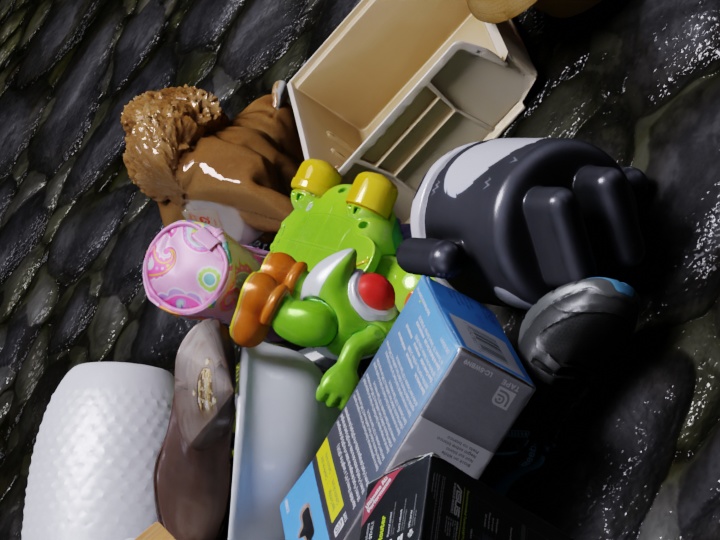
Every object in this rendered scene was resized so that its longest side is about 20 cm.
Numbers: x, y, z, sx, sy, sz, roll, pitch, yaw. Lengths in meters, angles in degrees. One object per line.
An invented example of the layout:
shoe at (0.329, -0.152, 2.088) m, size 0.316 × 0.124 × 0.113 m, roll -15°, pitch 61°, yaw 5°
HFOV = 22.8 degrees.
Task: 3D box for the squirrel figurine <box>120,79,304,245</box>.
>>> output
squirrel figurine at (-0.129, -0.116, 1.693) m, size 0.142 × 0.200 × 0.187 m, roll -44°, pitch 16°, yaw 43°

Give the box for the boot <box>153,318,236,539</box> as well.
boot at (-0.124, 0.135, 1.365) m, size 0.200 × 0.064 × 0.187 m, roll 147°, pitch 124°, yaw -81°

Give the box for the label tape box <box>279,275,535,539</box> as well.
label tape box at (0.027, 0.120, 1.189) m, size 0.200 × 0.063 × 0.144 m, roll -59°, pitch 15°, yaw 13°

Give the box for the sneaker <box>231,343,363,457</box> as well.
sneaker at (-0.070, 0.091, 1.504) m, size 0.200 × 0.074 × 0.085 m, roll -31°, pitch 37°, yaw 42°

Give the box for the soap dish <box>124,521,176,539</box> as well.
soap dish at (-0.183, 0.307, 1.320) m, size 0.081 × 0.158 × 0.200 m, roll 8°, pitch 32°, yaw 35°

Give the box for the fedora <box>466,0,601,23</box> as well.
fedora at (0.175, -0.275, 1.472) m, size 0.201 × 0.082 × 0.201 m, roll -39°, pitch 33°, yaw 31°

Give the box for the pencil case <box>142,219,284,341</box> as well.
pencil case at (-0.107, 0.009, 1.531) m, size 0.087 × 0.200 × 0.088 m, roll -4°, pitch 81°, yaw 23°

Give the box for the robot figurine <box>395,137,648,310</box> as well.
robot figurine at (0.117, -0.035, 1.268) m, size 0.200 × 0.150 × 0.125 m, roll 8°, pitch 79°, yaw 64°

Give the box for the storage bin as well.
storage bin at (0.043, -0.162, 1.560) m, size 0.199 × 0.094 × 0.200 m, roll -47°, pitch 29°, yaw 21°

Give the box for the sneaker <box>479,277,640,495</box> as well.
sneaker at (0.125, 0.088, 1.202) m, size 0.200 × 0.073 × 0.082 m, roll -53°, pitch 29°, yaw 32°

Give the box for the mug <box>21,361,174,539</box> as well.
mug at (-0.205, 0.179, 1.545) m, size 0.147 × 0.200 × 0.176 m, roll 0°, pitch 75°, yaw 11°

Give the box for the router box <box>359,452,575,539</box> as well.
router box at (0.065, 0.230, 1.057) m, size 0.062 × 0.150 × 0.200 m, roll -31°, pitch 37°, yaw 41°

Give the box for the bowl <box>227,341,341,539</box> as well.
bowl at (-0.053, 0.147, 1.361) m, size 0.201 × 0.090 × 0.202 m, roll -177°, pitch 90°, yaw -87°

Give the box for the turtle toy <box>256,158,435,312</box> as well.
turtle toy at (0.000, 0.000, 1.430) m, size 0.200 × 0.101 × 0.146 m, roll 17°, pitch 79°, yaw 50°

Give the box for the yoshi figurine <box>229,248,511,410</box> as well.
yoshi figurine at (0.010, 0.061, 1.310) m, size 0.112 × 0.200 × 0.113 m, roll 76°, pitch -147°, yaw -70°
